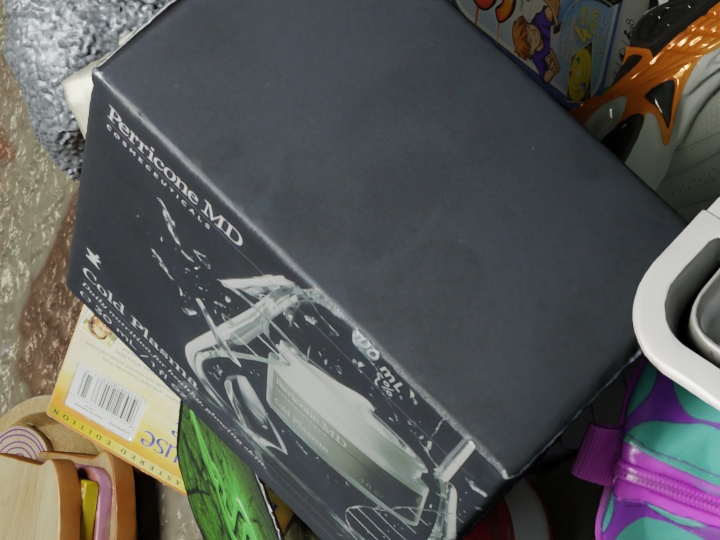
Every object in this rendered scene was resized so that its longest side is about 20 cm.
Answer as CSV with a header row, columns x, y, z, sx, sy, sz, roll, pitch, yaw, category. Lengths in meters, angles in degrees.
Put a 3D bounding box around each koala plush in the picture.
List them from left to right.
x,y,z,sx,sy,sz,roll,pitch,yaw,category
-0.059,-0.118,0.980,0.199,0.183,0.179,-2,82,34,koala plush

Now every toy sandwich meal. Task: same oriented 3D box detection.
x,y,z,sx,sy,sz,roll,pitch,yaw,category
-0.203,0.167,1.133,0.204,0.070,0.207,-11,75,45,toy sandwich meal

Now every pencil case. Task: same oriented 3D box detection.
x,y,z,sx,sy,sz,roll,pitch,yaw,category
0.177,0.092,0.639,0.199,0.092,0.086,20,105,30,pencil case

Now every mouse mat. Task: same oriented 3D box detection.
x,y,z,sx,sy,sz,roll,pitch,yaw,category
-0.049,0.135,0.857,0.161,0.007,0.201,103,147,-58,mouse mat

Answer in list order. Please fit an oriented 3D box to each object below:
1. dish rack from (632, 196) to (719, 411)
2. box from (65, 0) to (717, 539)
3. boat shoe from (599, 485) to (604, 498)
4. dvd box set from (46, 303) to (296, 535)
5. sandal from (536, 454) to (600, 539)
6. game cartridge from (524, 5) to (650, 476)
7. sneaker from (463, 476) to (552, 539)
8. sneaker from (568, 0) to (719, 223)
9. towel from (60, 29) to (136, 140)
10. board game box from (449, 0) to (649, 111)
x,y,z,sx,sy,sz,roll,pitch,yaw,category
0.206,-0.001,0.610,0.200,0.044,0.171,-46,52,-12,dish rack
0.000,0.000,0.730,0.200,0.124,0.197,43,155,8,box
0.163,0.134,0.709,0.202,0.075,0.075,34,146,28,boat shoe
-0.067,0.030,0.958,0.146,0.029,0.201,28,125,7,dvd box set
0.134,0.143,0.797,0.200,0.054,0.082,48,116,41,sandal
0.101,-0.019,0.880,0.129,0.038,0.201,-24,66,37,game cartridge
0.019,0.189,0.845,0.078,0.115,0.201,11,103,53,sneaker
0.148,-0.060,0.799,0.200,0.092,0.076,-46,31,-9,sneaker
-0.017,-0.044,0.868,0.199,0.035,0.193,-24,95,16,towel
0.081,-0.170,0.818,0.034,0.135,0.201,-2,67,43,board game box
